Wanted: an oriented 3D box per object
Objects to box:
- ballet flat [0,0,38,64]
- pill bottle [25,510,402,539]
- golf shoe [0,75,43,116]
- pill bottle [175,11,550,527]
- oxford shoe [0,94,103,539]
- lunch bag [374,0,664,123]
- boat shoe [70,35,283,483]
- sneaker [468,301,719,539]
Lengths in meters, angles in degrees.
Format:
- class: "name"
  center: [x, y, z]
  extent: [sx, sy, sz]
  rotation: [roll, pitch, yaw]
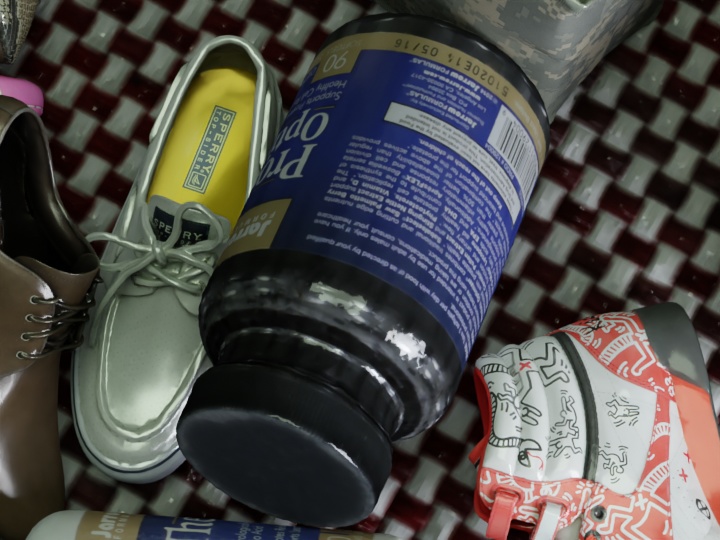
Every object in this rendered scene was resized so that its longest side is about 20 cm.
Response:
- class: "ballet flat"
  center: [-0.179, -0.192, 0.996]
  extent: [0.075, 0.068, 0.200]
  rotation: [-24, 72, -16]
- class: "pill bottle"
  center: [-0.082, 0.155, 0.873]
  extent: [0.200, 0.111, 0.111]
  rotation: [4, 74, 0]
- class: "golf shoe"
  center: [-0.240, -0.051, 0.958]
  extent: [0.200, 0.075, 0.092]
  rotation: [-3, 90, 1]
- class: "pill bottle"
  center: [0.000, 0.000, 0.892]
  extent: [0.112, 0.112, 0.200]
  rotation: [20, 58, 5]
- class: "oxford shoe"
  center: [-0.148, 0.025, 0.896]
  extent: [0.084, 0.073, 0.200]
  rotation: [-2, 104, 29]
- class: "lunch bag"
  center: [0.045, -0.178, 0.938]
  extent: [0.200, 0.164, 0.118]
  rotation: [43, 76, 9]
- class: "boat shoe"
  center: [-0.077, -0.010, 0.932]
  extent: [0.074, 0.086, 0.202]
  rotation: [18, 75, 5]
- class: "sneaker"
  center: [0.108, 0.117, 0.908]
  extent: [0.108, 0.067, 0.202]
  rotation: [-12, 71, -4]
